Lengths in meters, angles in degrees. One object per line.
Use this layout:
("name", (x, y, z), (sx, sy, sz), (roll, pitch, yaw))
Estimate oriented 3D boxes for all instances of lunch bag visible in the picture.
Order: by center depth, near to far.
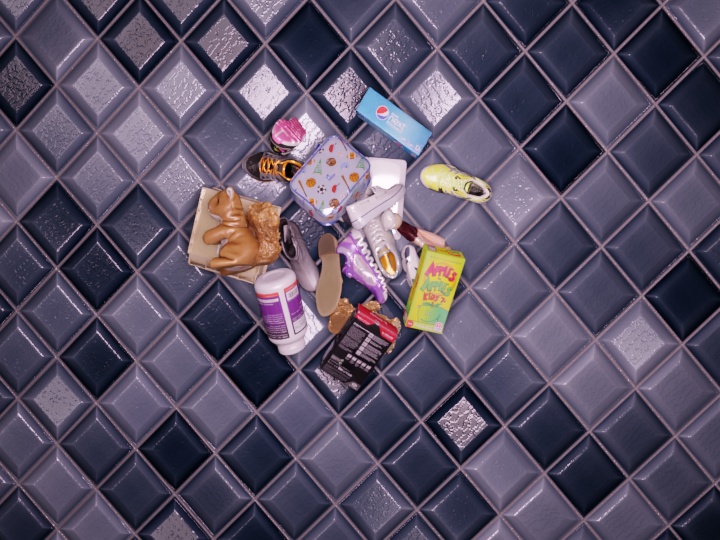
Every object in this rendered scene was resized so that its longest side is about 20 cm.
("lunch bag", (-0.073, -0.226, 1.301), (0.159, 0.076, 0.201), (37, 75, 14))

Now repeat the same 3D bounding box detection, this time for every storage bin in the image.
("storage bin", (-0.329, -0.093, 1.380), (0.192, 0.094, 0.207), (15, 94, 1))

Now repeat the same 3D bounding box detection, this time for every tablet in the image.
("tablet", (0.052, -0.190, 1.397), (0.124, 0.014, 0.209), (5, 93, 2))

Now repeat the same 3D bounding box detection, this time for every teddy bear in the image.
("teddy bear", (0.012, 0.145, 1.399), (0.191, 0.067, 0.151), (4, 111, 2))

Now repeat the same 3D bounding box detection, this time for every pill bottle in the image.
("pill bottle", (-0.199, 0.107, 1.363), (0.108, 0.113, 0.208), (-10, 111, 3))

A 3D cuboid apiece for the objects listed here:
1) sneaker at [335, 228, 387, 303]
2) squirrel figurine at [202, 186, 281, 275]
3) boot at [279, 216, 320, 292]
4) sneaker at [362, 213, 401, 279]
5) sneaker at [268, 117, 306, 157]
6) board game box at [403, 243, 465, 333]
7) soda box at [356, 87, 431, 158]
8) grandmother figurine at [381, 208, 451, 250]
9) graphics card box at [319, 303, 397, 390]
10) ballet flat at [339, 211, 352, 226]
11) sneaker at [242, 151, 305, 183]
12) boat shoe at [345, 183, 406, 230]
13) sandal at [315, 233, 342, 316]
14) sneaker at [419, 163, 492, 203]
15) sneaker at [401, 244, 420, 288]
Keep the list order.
("sneaker", (0.000, 0.000, 1.362), (0.087, 0.080, 0.205), (-30, 96, -10))
("squirrel figurine", (-0.282, -0.104, 1.275), (0.191, 0.142, 0.195), (-10, 82, 3))
("boot", (-0.164, -0.033, 1.356), (0.068, 0.132, 0.206), (-26, 92, 3))
("sneaker", (0.055, -0.076, 1.360), (0.075, 0.081, 0.205), (-26, 95, 10))
("sneaker", (-0.192, -0.323, 1.317), (0.087, 0.201, 0.074), (-41, 102, 19))
("board game box", (0.179, 0.047, 1.306), (0.097, 0.048, 0.207), (11, 112, -8))
("soda box", (0.086, -0.376, 1.358), (0.197, 0.064, 0.069), (36, 94, 0))
("grandmother figurine", (0.134, -0.094, 1.345), (0.196, 0.121, 0.062), (29, 90, -21))
("graphics card box", (-0.006, 0.199, 1.359), (0.123, 0.051, 0.203), (29, 112, -11))
("ballet flat", (-0.063, -0.181, 1.364), (0.071, 0.073, 0.205), (-28, 75, 4))
("sneaker", (-0.214, -0.267, 1.372), (0.191, 0.077, 0.082), (7, 96, 3))
("boat shoe", (0.042, -0.179, 1.310), (0.199, 0.072, 0.068), (-42, 107, -38))
("sandal", (-0.070, 0.016, 1.392), (0.075, 0.069, 0.221), (-10, 72, 25))
("sneaker", (0.247, -0.228, 1.354), (0.192, 0.076, 0.079), (14, 96, 3))
("sneaker", (0.185, 0.014, 1.363), (0.125, 0.080, 0.206), (-20, 104, -4))
